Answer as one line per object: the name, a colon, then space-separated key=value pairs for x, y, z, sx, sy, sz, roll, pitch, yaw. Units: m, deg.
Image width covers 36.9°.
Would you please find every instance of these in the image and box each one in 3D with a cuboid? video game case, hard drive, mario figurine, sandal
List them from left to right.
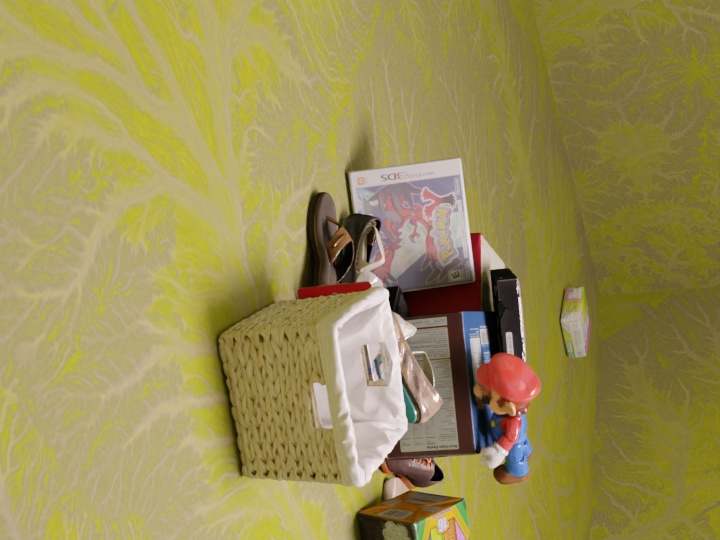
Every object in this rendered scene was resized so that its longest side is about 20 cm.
sandal: x=-0.036 y=-0.022 z=1.535 sx=0.082 sy=0.054 sz=0.201 roll=63 pitch=19 yaw=-52
video game case: x=0.082 y=-0.069 z=1.713 sx=0.023 sy=0.181 sz=0.202 roll=-129 pitch=-149 yaw=-83
mario figurine: x=0.193 y=0.200 z=1.517 sx=0.124 sy=0.105 sz=0.201 roll=-128 pitch=-156 yaw=-54
hard drive: x=0.230 y=0.073 z=1.686 sx=0.200 sy=0.038 sz=0.141 roll=-47 pitch=132 yaw=-85

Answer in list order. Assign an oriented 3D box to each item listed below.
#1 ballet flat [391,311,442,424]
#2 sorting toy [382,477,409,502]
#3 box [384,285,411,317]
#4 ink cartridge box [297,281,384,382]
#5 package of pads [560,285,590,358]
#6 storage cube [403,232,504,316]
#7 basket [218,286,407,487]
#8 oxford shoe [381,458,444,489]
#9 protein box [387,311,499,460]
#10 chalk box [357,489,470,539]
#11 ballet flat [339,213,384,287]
ballet flat: x=0.055 y=0.114 z=1.494 sx=0.067 sy=0.068 sz=0.201 roll=-23 pitch=86 yaw=-26
sorting toy: x=0.082 y=0.456 z=1.774 sx=0.200 sy=0.036 sz=0.186 roll=52 pitch=38 yaw=-56
box: x=0.032 y=0.146 z=1.659 sx=0.201 sy=0.078 sz=0.142 roll=-74 pitch=147 yaw=-45
ink cartridge box: x=-0.028 y=0.123 z=1.449 sx=0.067 sy=0.115 sz=0.201 roll=-39 pitch=121 yaw=-66
package of pads: x=0.690 y=0.159 z=3.450 sx=0.200 sy=0.068 sz=0.155 roll=-67 pitch=146 yaw=-53
storage cube: x=0.142 y=0.049 z=1.838 sx=0.200 sy=0.178 sz=0.172 roll=42 pitch=46 yaw=-63
basket: x=-0.053 y=0.139 z=1.315 sx=0.200 sy=0.160 sz=0.200 roll=-33 pitch=116 yaw=-68
oxford shoe: x=0.082 y=0.304 z=1.761 sx=0.200 sy=0.072 sz=0.072 roll=50 pitch=40 yaw=-57
protein box: x=0.125 y=0.166 z=1.604 sx=0.198 sy=0.134 sz=0.202 roll=5 pitch=79 yaw=-69
chalk box: x=0.089 y=0.450 z=1.623 sx=0.123 sy=0.124 sz=0.202 roll=-13 pitch=98 yaw=-43
ballet flat: x=0.000 y=0.000 z=1.623 sx=0.068 sy=0.068 sz=0.201 roll=50 pitch=40 yaw=-57
